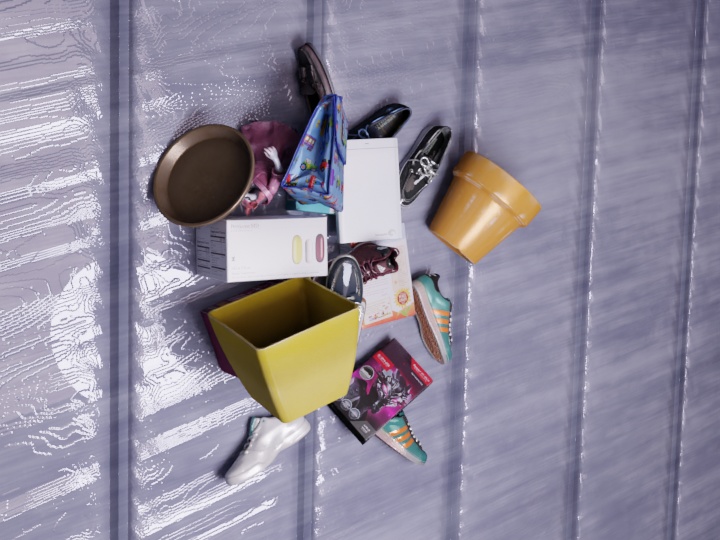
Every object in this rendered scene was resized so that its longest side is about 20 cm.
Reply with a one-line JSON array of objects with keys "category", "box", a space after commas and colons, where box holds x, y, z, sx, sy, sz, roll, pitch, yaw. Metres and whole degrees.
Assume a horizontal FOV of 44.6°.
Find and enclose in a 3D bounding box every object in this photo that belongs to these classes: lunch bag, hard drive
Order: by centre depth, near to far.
[{"category": "lunch bag", "box": [-0.066, -0.224, 1.608, 0.094, 0.151, 0.200, 11, 85, 10]}, {"category": "hard drive", "box": [0.013, -0.158, 1.727, 0.132, 0.027, 0.200, -5, 98, -18]}]

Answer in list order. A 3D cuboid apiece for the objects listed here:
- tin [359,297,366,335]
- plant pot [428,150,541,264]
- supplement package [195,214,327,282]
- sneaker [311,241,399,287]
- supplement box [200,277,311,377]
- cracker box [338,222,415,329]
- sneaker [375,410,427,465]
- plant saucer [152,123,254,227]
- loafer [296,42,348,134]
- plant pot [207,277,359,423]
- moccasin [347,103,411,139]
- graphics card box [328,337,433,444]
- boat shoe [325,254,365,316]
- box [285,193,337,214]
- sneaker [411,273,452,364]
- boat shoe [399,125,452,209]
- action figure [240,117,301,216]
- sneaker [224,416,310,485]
[{"category": "tin", "box": [-0.032, 0.138, 1.736, 0.112, 0.042, 0.200, -56, 161, -61]}, {"category": "plant pot", "box": [0.248, -0.121, 1.864, 0.200, 0.200, 0.183, 37, 92, -29]}, {"category": "supplement package", "box": [-0.183, -0.045, 1.615, 0.200, 0.156, 0.111, -5, 97, -31]}, {"category": "sneaker", "box": [0.000, 0.000, 1.666, 0.200, 0.115, 0.076, -41, 117, -37]}, {"category": "supplement box", "box": [-0.179, 0.101, 1.663, 0.200, 0.103, 0.131, -24, 107, -28]}, {"category": "cracker box", "box": [0.034, 0.008, 1.810, 0.134, 0.058, 0.200, -13, 102, -29]}, {"category": "sneaker", "box": [0.083, 0.341, 1.866, 0.200, 0.071, 0.080, 42, 78, -26]}, {"category": "plant saucer", "box": [-0.273, -0.164, 1.545, 0.200, 0.200, 0.029, -63, 153, -11]}, {"category": "loafer", "box": [-0.085, -0.337, 1.697, 0.063, 0.072, 0.200, -29, 110, -19]}, {"category": "plant pot", "box": [-0.122, 0.145, 1.538, 0.200, 0.200, 0.177, -23, 117, -28]}, {"category": "moccasin", "box": [0.023, -0.274, 1.768, 0.200, 0.068, 0.080, -50, 117, -15]}, {"category": "graphics card box", "box": [0.038, 0.247, 1.810, 0.200, 0.051, 0.125, -37, 79, -22]}, {"category": "boat shoe", "box": [-0.032, 0.072, 1.613, 0.075, 0.062, 0.200, 7, 108, -10]}, {"category": "box", "box": [-0.049, -0.151, 1.748, 0.200, 0.049, 0.082, 3, 93, -31]}, {"category": "sneaker", "box": [0.168, 0.102, 1.885, 0.080, 0.071, 0.200, -26, 107, -23]}, {"category": "boat shoe", "box": [0.134, -0.218, 1.842, 0.074, 0.068, 0.199, 41, 74, -28]}, {"category": "action figure", "box": [-0.184, -0.180, 1.621, 0.149, 0.134, 0.200, 48, 45, -52]}, {"category": "sneaker", "box": [-0.196, 0.331, 1.705, 0.200, 0.075, 0.089, -38, 100, -29]}]
